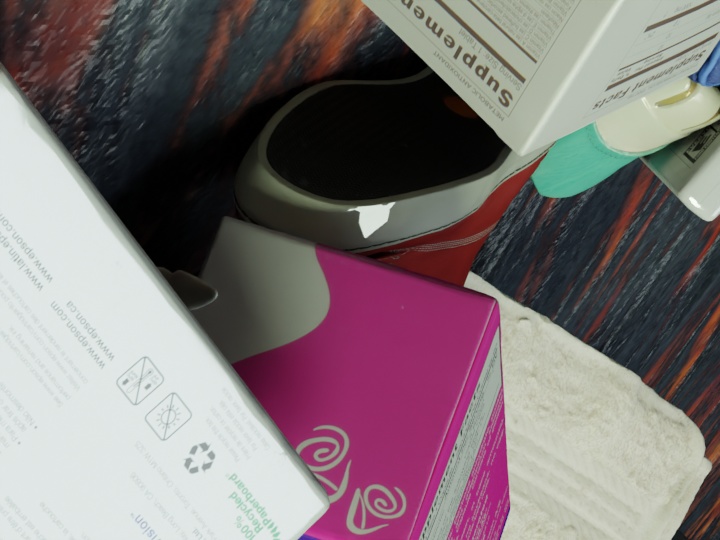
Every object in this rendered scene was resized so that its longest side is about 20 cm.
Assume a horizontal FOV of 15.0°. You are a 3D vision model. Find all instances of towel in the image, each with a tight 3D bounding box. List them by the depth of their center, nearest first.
[{"bbox_3d":[0.061,0.087,1.212,0.133,0.199,0.034,-61,-153,-5],"label":"towel"}]

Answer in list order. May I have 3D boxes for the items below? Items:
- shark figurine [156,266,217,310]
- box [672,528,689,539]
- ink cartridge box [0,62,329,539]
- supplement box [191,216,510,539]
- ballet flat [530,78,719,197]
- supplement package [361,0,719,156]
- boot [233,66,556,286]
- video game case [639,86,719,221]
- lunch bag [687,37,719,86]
[{"bbox_3d":[-0.146,0.070,0.833,0.214,0.090,0.128,-34,161,-31],"label":"shark figurine"},{"bbox_3d":[0.071,0.194,1.450,0.123,0.200,0.199,-26,155,-48],"label":"box"},{"bbox_3d":[-0.129,0.069,0.772,0.200,0.043,0.197,-43,129,-11],"label":"ink cartridge box"},{"bbox_3d":[-0.010,0.077,0.970,0.200,0.101,0.104,81,28,-63],"label":"supplement box"},{"bbox_3d":[0.141,-0.103,1.151,0.067,0.070,0.200,31,103,-35],"label":"ballet flat"},{"bbox_3d":[0.084,-0.153,0.831,0.109,0.114,0.200,-26,155,-47],"label":"supplement package"},{"bbox_3d":[0.000,0.000,1.027,0.200,0.072,0.145,-24,145,-59],"label":"boot"},{"bbox_3d":[0.196,-0.118,1.206,0.200,0.023,0.182,-49,-168,7],"label":"video game case"},{"bbox_3d":[0.148,-0.155,0.949,0.136,0.132,0.200,-23,151,-53],"label":"lunch bag"}]
